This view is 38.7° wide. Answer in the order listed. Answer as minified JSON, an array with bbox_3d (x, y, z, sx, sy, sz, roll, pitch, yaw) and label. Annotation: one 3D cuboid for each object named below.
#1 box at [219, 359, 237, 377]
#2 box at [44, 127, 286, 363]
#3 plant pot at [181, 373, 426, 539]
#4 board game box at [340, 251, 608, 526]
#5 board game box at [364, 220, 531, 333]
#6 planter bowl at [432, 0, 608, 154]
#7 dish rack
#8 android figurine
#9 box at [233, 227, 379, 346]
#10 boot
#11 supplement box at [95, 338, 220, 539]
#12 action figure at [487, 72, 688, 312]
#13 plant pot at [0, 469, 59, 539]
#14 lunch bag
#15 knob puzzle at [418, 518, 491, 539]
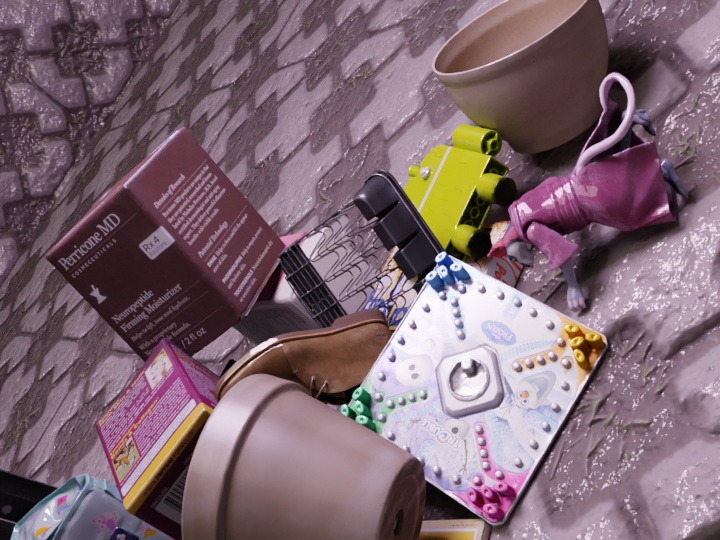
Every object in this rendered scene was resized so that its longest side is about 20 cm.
[{"bbox_3d":[-0.122,0.229,1.175,0.196,0.117,0.202,10,67,59],"label":"box"},{"bbox_3d":[-0.226,-0.021,1.224,0.165,0.200,0.165,-33,17,31],"label":"box"},{"bbox_3d":[-0.038,0.210,0.937,0.170,0.201,0.203,9,60,23],"label":"plant pot"},{"bbox_3d":[0.102,0.103,0.974,0.198,0.026,0.202,28,80,33],"label":"board game box"},{"bbox_3d":[0.087,0.024,1.164,0.199,0.046,0.153,-3,55,56],"label":"board game box"},{"bbox_3d":[0.197,-0.219,1.157,0.198,0.136,0.201,-27,23,12],"label":"planter bowl"},{"bbox_3d":[0.000,0.000,1.126,0.054,0.155,0.199,-37,3,-43],"label":"dish rack"},{"bbox_3d":[0.096,-0.077,1.155,0.185,0.041,0.199,-63,29,2],"label":"android figurine"},{"bbox_3d":[-0.079,0.034,1.320,0.198,0.127,0.110,-8,49,52],"label":"box"},{"bbox_3d":[-0.052,0.108,1.052,0.197,0.074,0.076,-20,56,-10],"label":"boot"},{"bbox_3d":[-0.194,0.182,1.102,0.132,0.103,0.200,-51,29,1],"label":"supplement box"},{"bbox_3d":[0.206,-0.064,0.992,0.197,0.149,0.135,-27,40,15],"label":"action figure"},{"bbox_3d":[-0.565,0.424,1.564,0.180,0.197,0.199,-63,28,1],"label":"plant pot"},{"bbox_3d":[-0.332,0.351,1.294,0.199,0.169,0.123,-40,28,26],"label":"lunch bag"},{"bbox_3d":[0.023,0.321,0.937,0.218,0.030,0.222,-37,32,27],"label":"knob puzzle"}]
